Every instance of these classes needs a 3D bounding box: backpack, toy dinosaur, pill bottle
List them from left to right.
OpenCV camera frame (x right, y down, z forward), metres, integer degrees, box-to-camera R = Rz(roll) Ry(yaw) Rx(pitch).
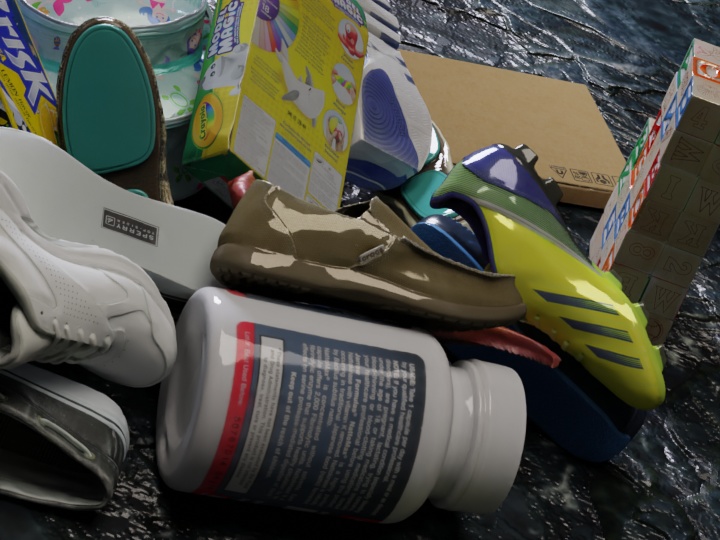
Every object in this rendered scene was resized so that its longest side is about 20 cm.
[{"bbox_3d":[-0.176,-0.137,1.519,0.176,0.151,0.201,0,45,-14],"label":"backpack"},{"bbox_3d":[-0.010,0.085,1.312,0.199,0.120,0.120,11,34,-17],"label":"pill bottle"},{"bbox_3d":[0.000,0.000,1.410,0.182,0.199,0.105,55,26,-36],"label":"toy dinosaur"}]

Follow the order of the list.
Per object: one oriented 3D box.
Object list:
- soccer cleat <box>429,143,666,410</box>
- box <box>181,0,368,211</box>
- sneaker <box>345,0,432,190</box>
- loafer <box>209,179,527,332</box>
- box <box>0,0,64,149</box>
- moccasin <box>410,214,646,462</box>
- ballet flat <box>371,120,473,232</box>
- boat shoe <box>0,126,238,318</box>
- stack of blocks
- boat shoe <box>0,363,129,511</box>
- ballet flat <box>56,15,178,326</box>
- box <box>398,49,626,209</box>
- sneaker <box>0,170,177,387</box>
[{"bbox_3d":[0.119,0.013,1.426,0.083,0.065,0.201,-33,84,-18],"label":"soccer cleat"},{"bbox_3d":[-0.053,-0.127,1.490,0.117,0.048,0.201,41,48,-40],"label":"box"},{"bbox_3d":[-0.021,-0.119,1.619,0.080,0.115,0.200,30,34,-35],"label":"sneaker"},{"bbox_3d":[0.011,-0.008,1.324,0.199,0.068,0.076,12,-10,-23],"label":"loafer"},{"bbox_3d":[-0.232,-0.103,1.384,0.064,0.201,0.070,-16,13,20],"label":"box"},{"bbox_3d":[0.108,0.041,1.484,0.200,0.080,0.068,50,46,4],"label":"moccasin"},{"bbox_3d":[0.045,-0.051,1.596,0.069,0.070,0.200,11,25,-17],"label":"ballet flat"},{"bbox_3d":[-0.167,-0.019,1.320,0.199,0.064,0.071,24,53,-19],"label":"boat shoe"},{"bbox_3d":[0.223,-0.060,1.589,0.058,0.201,0.115,19,33,-4],"label":"stack of blocks"},{"bbox_3d":[-0.221,0.079,1.236,0.199,0.072,0.071,16,28,-14],"label":"boat shoe"},{"bbox_3d":[-0.148,-0.058,1.402,0.067,0.201,0.075,-12,6,-1],"label":"ballet flat"},{"bbox_3d":[0.111,-0.113,1.765,0.199,0.021,0.164,8,35,-21],"label":"box"},{"bbox_3d":[-0.181,0.026,1.238,0.200,0.078,0.100,35,34,-35],"label":"sneaker"}]
